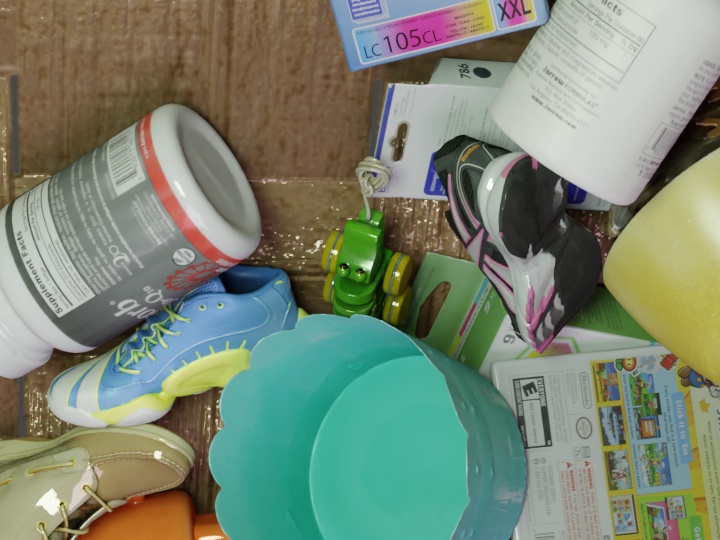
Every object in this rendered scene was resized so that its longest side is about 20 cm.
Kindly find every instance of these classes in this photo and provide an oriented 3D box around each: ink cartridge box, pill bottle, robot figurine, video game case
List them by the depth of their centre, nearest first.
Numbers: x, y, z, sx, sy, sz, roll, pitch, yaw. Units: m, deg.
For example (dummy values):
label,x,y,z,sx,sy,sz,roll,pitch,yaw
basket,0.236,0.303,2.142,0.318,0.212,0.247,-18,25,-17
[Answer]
label,x,y,z,sx,sy,sz,roll,pitch,yaw
ink cartridge box,0.031,-0.236,1.377,0.135,0.077,0.201,-14,129,4
pill bottle,0.180,-0.153,1.424,0.114,0.114,0.201,26,105,-27
pill bottle,-0.175,-0.016,1.504,0.199,0.116,0.116,-30,128,17
ink cartridge box,0.105,-0.093,1.531,0.198,0.039,0.100,3,130,-13
video game case,0.192,0.155,1.585,0.180,0.202,0.023,-5,165,-4
ink cartridge box,0.127,0.060,1.648,0.198,0.060,0.104,11,128,-17
pill bottle,0.077,0.184,1.702,0.111,0.112,0.200,-36,139,21
robot figurine,-0.186,0.231,1.712,0.198,0.117,0.145,-10,133,-1

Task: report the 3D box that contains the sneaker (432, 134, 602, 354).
label,x,y,z,sx,sy,sz,roll,pitch,yaw
sneaker,0.103,-0.028,1.516,0.080,0.086,0.201,-43,144,-19

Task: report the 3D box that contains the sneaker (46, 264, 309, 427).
label,x,y,z,sx,sy,sz,roll,pitch,yaw
sneaker,-0.133,0.043,1.598,0.198,0.076,0.106,-13,119,-7

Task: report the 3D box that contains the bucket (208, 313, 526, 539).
label,x,y,z,sx,sy,sz,roll,pitch,yaw
bucket,0.009,0.137,1.543,0.206,0.208,0.135,-32,158,18

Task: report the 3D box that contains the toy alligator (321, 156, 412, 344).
label,x,y,z,sx,sy,sz,roll,pitch,yaw
toy alligator,0.000,0.000,1.552,0.059,0.054,0.201,19,149,13

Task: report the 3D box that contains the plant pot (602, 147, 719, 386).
label,x,y,z,sx,sy,sz,roll,pitch,yaw
plant pot,0.287,0.012,1.526,0.199,0.142,0.200,-25,155,-13

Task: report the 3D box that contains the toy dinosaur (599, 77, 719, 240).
label,x,y,z,sx,sy,sz,roll,pitch,yaw
toy dinosaur,0.244,-0.085,1.539,0.199,0.061,0.106,-22,152,-19

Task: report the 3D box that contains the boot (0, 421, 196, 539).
label,x,y,z,sx,sy,sz,roll,pitch,yaw
boot,-0.217,0.191,1.613,0.199,0.156,0.073,-9,139,26
